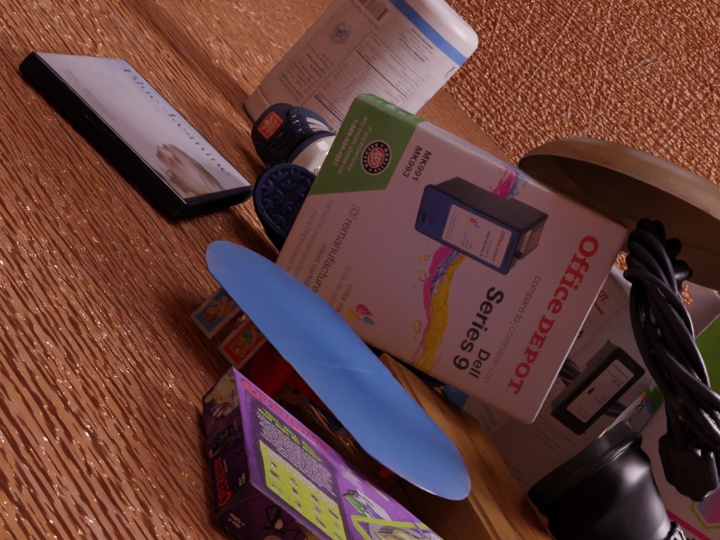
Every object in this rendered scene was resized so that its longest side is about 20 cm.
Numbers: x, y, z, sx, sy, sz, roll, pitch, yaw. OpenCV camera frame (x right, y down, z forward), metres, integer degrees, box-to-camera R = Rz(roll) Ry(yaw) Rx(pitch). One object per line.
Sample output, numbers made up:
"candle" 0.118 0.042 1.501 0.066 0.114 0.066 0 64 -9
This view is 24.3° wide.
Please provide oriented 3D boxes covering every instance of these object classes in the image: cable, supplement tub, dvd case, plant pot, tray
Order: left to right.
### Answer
"dvd case" -0.147 -0.095 1.154 0.143 0.018 0.200 44 10 3
"supplement tub" 0.002 -0.188 1.582 0.132 0.200 0.132 42 11 -10
"tray" 0.067 0.137 1.019 0.099 0.037 0.200 37 14 -34
"plant pot" 0.200 -0.038 1.117 0.199 0.028 0.200 27 -9 5
"cable" 0.204 0.046 1.064 0.200 0.051 0.164 60 25 -54

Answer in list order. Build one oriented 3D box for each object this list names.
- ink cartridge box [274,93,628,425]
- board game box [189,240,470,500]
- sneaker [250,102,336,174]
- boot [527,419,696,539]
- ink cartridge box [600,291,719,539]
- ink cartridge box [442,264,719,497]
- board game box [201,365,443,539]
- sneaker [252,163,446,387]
"ink cartridge box" 0.058 -0.009 1.106 0.199 0.146 0.088 27 7 3
"board game box" -0.022 0.067 0.938 0.200 0.039 0.158 48 11 19
"sneaker" -0.056 -0.101 1.386 0.085 0.075 0.200 46 1 1
"boot" 0.189 0.187 1.058 0.158 0.079 0.211 51 -2 23
"ink cartridge box" 0.276 0.115 1.200 0.148 0.200 0.076 34 12 -5
"ink cartridge box" 0.160 0.056 1.227 0.068 0.200 0.116 39 11 -24
"board game box" 0.007 0.138 0.807 0.200 0.032 0.120 41 15 -20
"sneaker" 0.000 0.000 1.203 0.200 0.070 0.078 49 -2 -5
